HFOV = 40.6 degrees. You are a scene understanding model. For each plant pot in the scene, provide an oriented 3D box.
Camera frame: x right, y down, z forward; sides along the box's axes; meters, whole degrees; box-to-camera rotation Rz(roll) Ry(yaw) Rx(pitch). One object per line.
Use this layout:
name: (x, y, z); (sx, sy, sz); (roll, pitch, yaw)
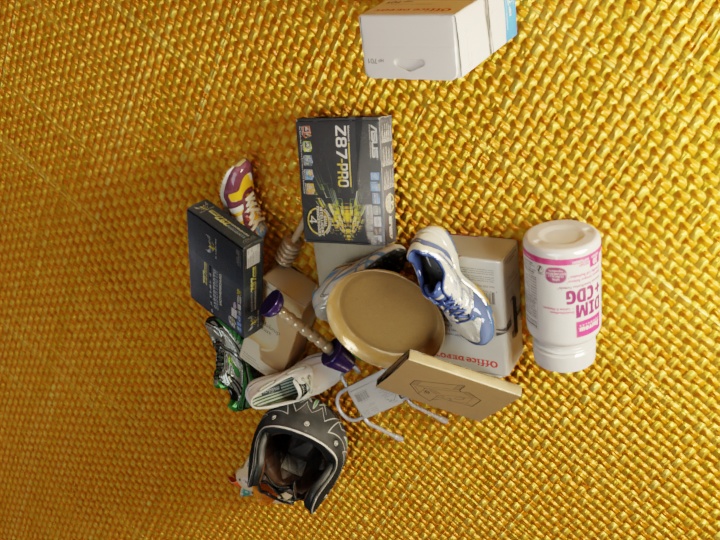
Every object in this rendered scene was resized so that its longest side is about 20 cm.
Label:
plant pot: (0.042, 0.074, 1.542); (0.196, 0.028, 0.203); (11, 129, 13)

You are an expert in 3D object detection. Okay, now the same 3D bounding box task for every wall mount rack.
wall mount rack: (0.055, 0.230, 1.728); (0.198, 0.074, 0.176); (-29, 94, 40)

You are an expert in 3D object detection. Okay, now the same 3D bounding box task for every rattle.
rattle: (-0.226, 0.457, 1.993); (0.197, 0.144, 0.131); (-17, 124, 32)

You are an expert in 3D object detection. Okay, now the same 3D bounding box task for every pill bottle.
pill bottle: (0.299, 0.039, 1.434); (0.111, 0.113, 0.204); (8, 120, 29)

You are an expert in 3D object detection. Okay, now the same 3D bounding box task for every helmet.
helmet: (-0.113, 0.331, 1.810); (0.197, 0.200, 0.194); (21, 89, 22)

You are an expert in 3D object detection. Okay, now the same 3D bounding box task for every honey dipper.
honey dipper: (-0.093, -0.088, 1.674); (0.038, 0.038, 0.201); (39, 126, 8)

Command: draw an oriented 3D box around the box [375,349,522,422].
box: (0.140, 0.190, 1.579); (0.196, 0.022, 0.164); (18, 152, -11)

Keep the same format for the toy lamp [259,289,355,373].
toy lamp: (-0.087, 0.111, 1.691); (0.199, 0.059, 0.058); (40, 134, -24)

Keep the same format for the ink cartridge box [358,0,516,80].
ink cartridge box: (0.107, -0.327, 1.301); (0.144, 0.200, 0.088); (8, 120, 28)

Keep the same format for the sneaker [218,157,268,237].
sneaker: (-0.198, -0.103, 1.710); (0.089, 0.075, 0.202); (30, 137, 18)

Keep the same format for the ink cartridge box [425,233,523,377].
ink cartridge box: (0.176, 0.053, 1.541); (0.142, 0.084, 0.204); (7, 118, 29)

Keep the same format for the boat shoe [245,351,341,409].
boat shoe: (-0.110, 0.209, 1.754); (0.196, 0.067, 0.075); (-22, 109, -4)

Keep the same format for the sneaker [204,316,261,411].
sneaker: (-0.252, 0.181, 1.875); (0.078, 0.084, 0.203); (4, 120, 63)

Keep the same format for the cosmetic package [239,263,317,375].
cosmetic package: (-0.146, 0.098, 1.783); (0.104, 0.071, 0.203); (31, 128, 15)

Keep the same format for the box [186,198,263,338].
box: (-0.239, -0.002, 1.717); (0.157, 0.051, 0.203); (34, 135, 32)

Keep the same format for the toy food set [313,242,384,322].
toy food set: (0.000, 0.000, 1.652); (0.141, 0.060, 0.205); (2, 107, 32)

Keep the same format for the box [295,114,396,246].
box: (-0.022, -0.145, 1.560); (0.158, 0.049, 0.205); (5, 104, 29)

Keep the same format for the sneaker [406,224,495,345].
sneaker: (0.128, 0.036, 1.452); (0.075, 0.088, 0.202); (-27, 99, 36)

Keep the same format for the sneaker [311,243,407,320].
sneaker: (-0.007, 0.007, 1.584); (0.199, 0.071, 0.074); (-35, 53, 28)

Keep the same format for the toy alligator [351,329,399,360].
toy alligator: (0.024, 0.125, 1.658); (0.199, 0.058, 0.056); (-12, 72, 62)
